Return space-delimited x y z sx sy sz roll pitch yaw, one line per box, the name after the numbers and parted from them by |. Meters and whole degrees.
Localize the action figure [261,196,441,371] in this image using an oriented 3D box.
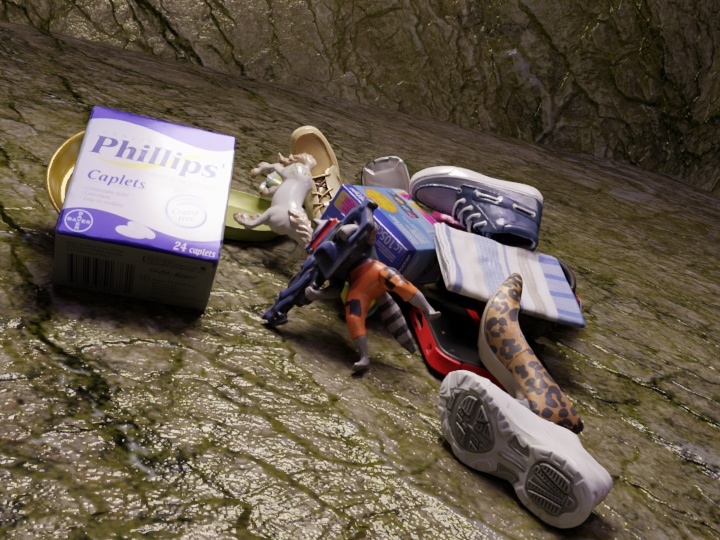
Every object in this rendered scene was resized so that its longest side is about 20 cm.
-0.016 0.024 0.965 0.104 0.199 0.195 18 37 -56 | action figure

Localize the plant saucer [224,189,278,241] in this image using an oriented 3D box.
-0.206 -0.088 1.290 0.196 0.032 0.200 14 18 -5 | plant saucer

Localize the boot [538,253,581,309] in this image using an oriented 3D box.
0.252 -0.011 1.240 0.199 0.073 0.144 39 -7 29 | boot

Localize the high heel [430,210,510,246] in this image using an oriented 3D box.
0.169 -0.022 1.193 0.201 0.095 0.067 53 0 26 | high heel

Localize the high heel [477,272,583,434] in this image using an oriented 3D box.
0.201 0.096 0.924 0.140 0.072 0.202 16 56 16 | high heel

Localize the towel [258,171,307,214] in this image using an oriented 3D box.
-0.071 -0.121 1.424 0.197 0.049 0.171 28 20 1 | towel

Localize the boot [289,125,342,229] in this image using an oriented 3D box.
-0.055 -0.109 1.235 0.071 0.204 0.156 -14 25 -3 | boot

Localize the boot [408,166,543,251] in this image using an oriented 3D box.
0.161 -0.085 1.147 0.196 0.073 0.091 9 51 8 | boot

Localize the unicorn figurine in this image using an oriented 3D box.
-0.110 -0.087 1.167 0.135 0.204 0.074 2 -14 28 | unicorn figurine

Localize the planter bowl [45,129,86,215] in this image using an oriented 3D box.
-0.314 -0.091 1.076 0.196 0.084 0.203 10 52 -13 | planter bowl

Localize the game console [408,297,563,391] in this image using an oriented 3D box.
0.157 0.101 1.054 0.174 0.032 0.201 18 19 -13 | game console

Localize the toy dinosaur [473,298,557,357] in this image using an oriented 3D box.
0.201 0.061 1.084 0.196 0.079 0.102 10 8 -18 | toy dinosaur

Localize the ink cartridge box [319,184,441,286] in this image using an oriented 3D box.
0.033 -0.045 1.097 0.136 0.077 0.199 45 26 21 | ink cartridge box

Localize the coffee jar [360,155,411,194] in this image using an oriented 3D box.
0.055 -0.121 1.383 0.084 0.107 0.200 -12 -8 5 | coffee jar

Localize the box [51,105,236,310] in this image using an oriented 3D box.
-0.254 -0.076 0.966 0.180 0.106 0.203 11 52 -14 | box

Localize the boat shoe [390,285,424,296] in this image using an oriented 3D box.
0.064 -0.023 1.246 0.070 0.078 0.201 13 20 -12 | boat shoe

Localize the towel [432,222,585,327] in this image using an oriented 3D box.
0.191 0.004 1.058 0.196 0.024 0.148 16 32 -13 | towel

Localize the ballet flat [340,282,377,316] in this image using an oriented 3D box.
0.000 0.000 1.124 0.068 0.066 0.201 55 15 -15 | ballet flat

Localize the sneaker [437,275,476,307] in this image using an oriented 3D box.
0.159 0.010 1.270 0.078 0.077 0.201 -15 28 0 | sneaker

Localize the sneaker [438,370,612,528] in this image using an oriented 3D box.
0.160 0.171 0.798 0.098 0.079 0.200 4 30 -48 | sneaker
